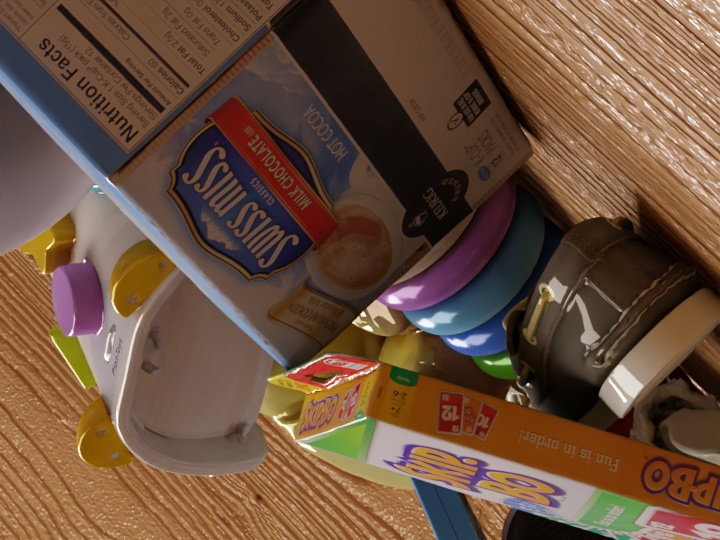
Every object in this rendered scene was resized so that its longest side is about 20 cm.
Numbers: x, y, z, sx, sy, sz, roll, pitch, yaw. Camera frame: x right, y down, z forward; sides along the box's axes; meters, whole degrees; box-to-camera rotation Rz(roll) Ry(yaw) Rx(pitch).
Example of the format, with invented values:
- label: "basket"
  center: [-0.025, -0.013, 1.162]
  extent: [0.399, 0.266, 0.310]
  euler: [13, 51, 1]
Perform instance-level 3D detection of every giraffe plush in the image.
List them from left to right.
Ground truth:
- label: "giraffe plush"
  center: [0.000, 0.000, 1.356]
  extent: [0.173, 0.162, 0.200]
  euler: [44, 138, -14]

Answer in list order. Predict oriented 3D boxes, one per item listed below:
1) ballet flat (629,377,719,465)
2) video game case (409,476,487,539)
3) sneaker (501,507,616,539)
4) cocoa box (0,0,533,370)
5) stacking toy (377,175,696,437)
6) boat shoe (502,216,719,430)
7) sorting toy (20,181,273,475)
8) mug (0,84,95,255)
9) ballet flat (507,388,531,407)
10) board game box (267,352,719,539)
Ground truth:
- label: "ballet flat"
  center: [0.166, 0.105, 1.144]
  extent: [0.072, 0.072, 0.200]
  euler: [48, 176, -38]
- label: "video game case"
  center: [0.064, 0.156, 1.255]
  extent: [0.143, 0.018, 0.200]
  euler: [-114, -2, -58]
- label: "sneaker"
  center: [0.118, 0.155, 1.243]
  extent: [0.200, 0.084, 0.121]
  euler: [51, 174, -21]
- label: "cocoa box"
  center: [-0.048, -0.076, 1.021]
  extent: [0.133, 0.131, 0.200]
  euler: [45, 177, 27]
- label: "stacking toy"
  center: [0.078, 0.019, 1.226]
  extent: [0.200, 0.085, 0.085]
  euler: [39, -179, -30]
- label: "boat shoe"
  center: [0.089, 0.023, 1.068]
  extent: [0.060, 0.072, 0.202]
  euler: [46, 171, 5]
- label: "sorting toy"
  center: [-0.107, -0.028, 1.231]
  extent: [0.180, 0.107, 0.200]
  euler: [53, 145, 32]
- label: "mug"
  center: [-0.192, -0.091, 1.170]
  extent: [0.200, 0.148, 0.175]
  euler: [88, 157, -44]
- label: "ballet flat"
  center: [0.088, 0.051, 1.553]
  extent: [0.069, 0.069, 0.200]
  euler: [44, 177, 29]
- label: "board game box"
  center: [0.066, 0.072, 1.059]
  extent: [0.200, 0.030, 0.096]
  euler: [20, 166, -13]
